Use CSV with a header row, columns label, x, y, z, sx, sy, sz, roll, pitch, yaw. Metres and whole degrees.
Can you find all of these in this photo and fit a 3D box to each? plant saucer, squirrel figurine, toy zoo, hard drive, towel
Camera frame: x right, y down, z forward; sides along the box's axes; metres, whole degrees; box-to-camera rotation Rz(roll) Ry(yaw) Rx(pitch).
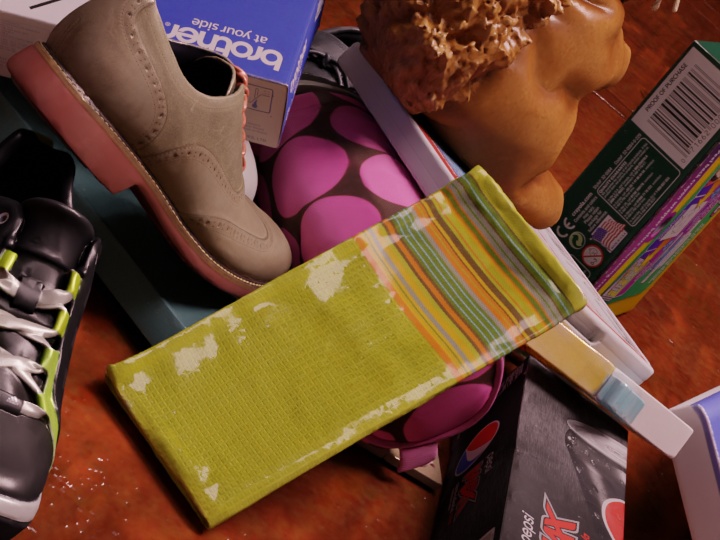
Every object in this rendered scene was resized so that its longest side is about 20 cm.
label,x,y,z,sx,sy,sz,roll,pitch,yaw
plant saucer,-0.117,-0.031,0.826,0.070,0.019,0.200,0,44,-54
squirrel figurine,0.094,-0.149,0.897,0.142,0.187,0.200,53,11,26
toy zoo,0.097,0.038,0.932,0.131,0.021,0.200,38,-1,-19
hard drive,0.230,0.128,1.004,0.200,0.025,0.133,-9,85,-62
towel,-0.003,0.027,0.748,0.199,0.018,0.086,-29,62,-23

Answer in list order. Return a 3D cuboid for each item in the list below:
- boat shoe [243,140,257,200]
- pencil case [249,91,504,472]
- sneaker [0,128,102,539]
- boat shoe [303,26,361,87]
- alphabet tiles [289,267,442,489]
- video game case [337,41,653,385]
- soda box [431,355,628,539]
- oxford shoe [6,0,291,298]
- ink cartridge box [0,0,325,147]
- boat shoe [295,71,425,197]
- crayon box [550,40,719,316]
label,x,y,z,sx,sy,sz,roll,pitch,yaw
boat shoe,-0.108,-0.097,0.905,0.200,0.071,0.064,49,23,26
pencil case,0.000,0.000,0.864,0.090,0.094,0.200,-15,42,-7
sneaker,-0.135,0.009,0.646,0.071,0.083,0.200,28,25,-27
boat shoe,-0.030,-0.112,1.071,0.075,0.062,0.200,44,24,5
alphabet tiles,-0.032,0.013,0.905,0.167,0.008,0.200,32,23,-19
video game case,0.074,-0.028,0.945,0.200,0.017,0.143,40,14,-42
soda box,0.077,0.118,0.810,0.071,0.063,0.200,38,23,-6
oxford shoe,-0.068,-0.050,0.765,0.071,0.075,0.200,49,1,33
ink cartridge box,-0.121,-0.128,0.838,0.199,0.044,0.094,15,48,0
boat shoe,-0.003,-0.063,1.003,0.201,0.072,0.061,33,16,-48
crayon box,0.192,-0.054,1.130,0.058,0.200,0.172,46,23,15
